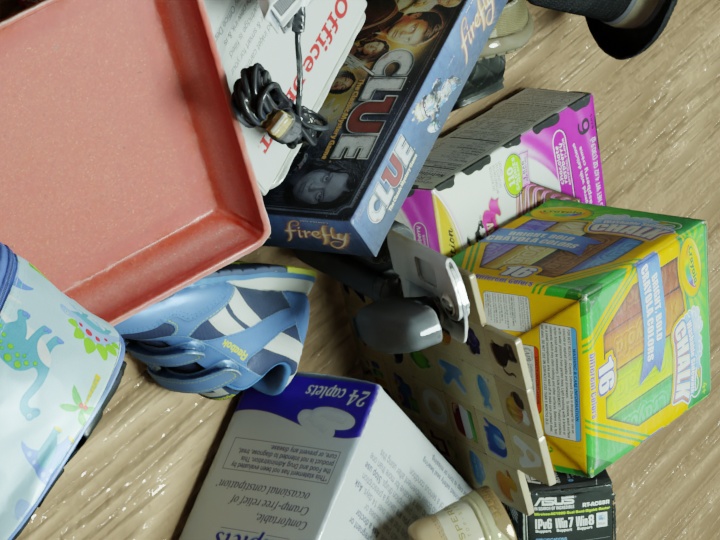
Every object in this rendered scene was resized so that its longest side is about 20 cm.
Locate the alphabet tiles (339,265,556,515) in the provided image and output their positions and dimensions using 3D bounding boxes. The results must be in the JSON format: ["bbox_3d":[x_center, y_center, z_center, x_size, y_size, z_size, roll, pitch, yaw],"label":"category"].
[{"bbox_3d":[0.049,0.059,1.700,0.006,0.200,0.167,-27,118,-24],"label":"alphabet tiles"}]

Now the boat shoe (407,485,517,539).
[{"bbox_3d":[0.063,0.218,1.680,0.064,0.071,0.201,-19,124,-15],"label":"boat shoe"}]

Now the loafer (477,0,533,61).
[{"bbox_3d":[0.069,-0.187,1.755,0.200,0.076,0.068,-82,157,-64],"label":"loafer"}]

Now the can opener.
[{"bbox_3d":[0.000,0.000,1.639,0.067,0.200,0.054,-23,115,-23],"label":"can opener"}]

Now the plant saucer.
[{"bbox_3d":[-0.160,-0.056,1.461,0.199,0.037,0.200,-28,128,-17],"label":"plant saucer"}]

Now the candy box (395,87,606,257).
[{"bbox_3d":[0.089,-0.026,1.851,0.200,0.061,0.137,-32,120,-46],"label":"candy box"}]

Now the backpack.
[{"bbox_3d":[-0.223,0.065,1.324,0.147,0.200,0.184,42,61,-25],"label":"backpack"}]

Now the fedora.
[{"bbox_3d":[0.151,-0.243,1.862,0.091,0.200,0.202,1,94,-19],"label":"fedora"}]

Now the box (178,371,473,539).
[{"bbox_3d":[-0.022,0.193,1.692,0.184,0.104,0.201,49,56,-45],"label":"box"}]

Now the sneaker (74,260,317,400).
[{"bbox_3d":[-0.095,0.035,1.601,0.199,0.074,0.083,1,96,-53],"label":"sneaker"}]

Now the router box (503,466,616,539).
[{"bbox_3d":[0.120,0.171,1.813,0.200,0.062,0.151,-109,-166,-70],"label":"router box"}]

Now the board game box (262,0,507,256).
[{"bbox_3d":[-0.010,-0.101,1.645,0.035,0.135,0.201,54,52,-42],"label":"board game box"}]

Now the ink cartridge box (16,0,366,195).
[{"bbox_3d":[-0.098,-0.159,1.561,0.200,0.083,0.147,52,55,-42],"label":"ink cartridge box"}]

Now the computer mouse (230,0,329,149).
[{"bbox_3d":[-0.048,-0.168,1.513,0.110,0.044,0.201,-3,93,-74],"label":"computer mouse"}]

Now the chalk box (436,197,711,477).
[{"bbox_3d":[0.147,0.033,1.783,0.200,0.123,0.125,-29,120,-48],"label":"chalk box"}]

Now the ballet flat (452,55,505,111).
[{"bbox_3d":[0.025,-0.119,1.763,0.200,0.066,0.057,-24,91,-55],"label":"ballet flat"}]
